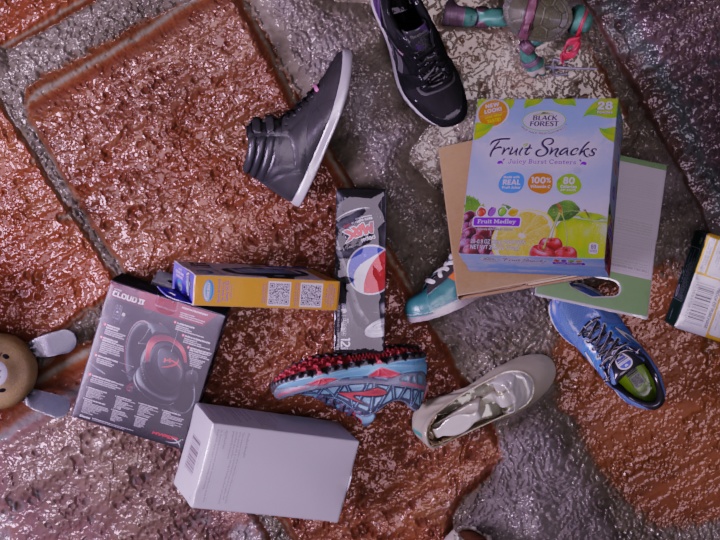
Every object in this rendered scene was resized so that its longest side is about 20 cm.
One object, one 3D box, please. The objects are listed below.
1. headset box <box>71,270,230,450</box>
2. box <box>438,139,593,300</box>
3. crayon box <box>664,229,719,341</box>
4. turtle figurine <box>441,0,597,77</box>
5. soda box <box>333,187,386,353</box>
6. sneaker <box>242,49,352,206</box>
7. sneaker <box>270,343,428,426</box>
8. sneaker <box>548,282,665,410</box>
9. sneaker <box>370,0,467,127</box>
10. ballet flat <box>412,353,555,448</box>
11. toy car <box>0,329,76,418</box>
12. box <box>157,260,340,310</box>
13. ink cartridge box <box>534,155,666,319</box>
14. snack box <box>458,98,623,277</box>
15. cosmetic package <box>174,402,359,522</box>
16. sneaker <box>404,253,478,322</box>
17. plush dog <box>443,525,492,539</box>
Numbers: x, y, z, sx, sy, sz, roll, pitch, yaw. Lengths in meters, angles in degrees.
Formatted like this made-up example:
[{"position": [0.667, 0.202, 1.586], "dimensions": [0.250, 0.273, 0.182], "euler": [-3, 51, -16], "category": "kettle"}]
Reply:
[{"position": [-0.255, 0.102, 1.422], "dimensions": [0.148, 0.075, 0.200], "euler": [17, 97, -4], "category": "headset box"}, {"position": [0.183, -0.073, 1.373], "dimensions": [0.163, 0.021, 0.200], "euler": [-11, 68, 13], "category": "box"}, {"position": [0.502, 0.039, 1.441], "dimensions": [0.200, 0.052, 0.126], "euler": [17, 97, -3], "category": "crayon box"}, {"position": [0.205, -0.315, 1.370], "dimensions": [0.200, 0.101, 0.150], "euler": [17, 97, 2], "category": "turtle figurine"}, {"position": [0.000, 0.000, 1.406], "dimensions": [0.063, 0.071, 0.200], "euler": [0, 91, 1], "category": "soda box"}, {"position": [-0.081, -0.186, 1.389], "dimensions": [0.099, 0.071, 0.200], "euler": [22, 101, -9], "category": "sneaker"}, {"position": [-0.012, 0.154, 1.433], "dimensions": [0.200, 0.079, 0.096], "euler": [-7, 100, 0], "category": "sneaker"}, {"position": [0.315, 0.095, 1.426], "dimensions": [0.079, 0.089, 0.200], "euler": [-44, 96, 3], "category": "sneaker"}, {"position": [0.068, -0.262, 1.375], "dimensions": [0.076, 0.088, 0.200], "euler": [-28, 97, 2], "category": "sneaker"}, {"position": [0.160, 0.168, 1.444], "dimensions": [0.200, 0.069, 0.070], "euler": [-27, 97, 2], "category": "ballet flat"}, {"position": [-0.452, 0.122, 1.393], "dimensions": [0.200, 0.158, 0.165], "euler": [6, 87, -13], "category": "toy car"}, {"position": [-0.137, 0.017, 1.363], "dimensions": [0.200, 0.119, 0.042], "euler": [5, 96, -22], "category": "box"}, {"position": [0.288, -0.046, 1.395], "dimensions": [0.145, 0.048, 0.200], "euler": [12, 76, -3], "category": "ink cartridge box"}, {"position": [0.210, -0.098, 1.324], "dimensions": [0.168, 0.068, 0.200], "euler": [2, 69, 18], "category": "snack box"}, {"position": [-0.113, 0.237, 1.407], "dimensions": [0.200, 0.081, 0.113], "euler": [13, 97, -27], "category": "cosmetic package"}, {"position": [0.134, -0.008, 1.422], "dimensions": [0.200, 0.071, 0.080], "euler": [-29, 96, -6], "category": "sneaker"}, {"position": [0.127, 0.454, 1.445], "dimensions": [0.172, 0.200, 0.161], "euler": [40, 128, 4], "category": "plush dog"}]
